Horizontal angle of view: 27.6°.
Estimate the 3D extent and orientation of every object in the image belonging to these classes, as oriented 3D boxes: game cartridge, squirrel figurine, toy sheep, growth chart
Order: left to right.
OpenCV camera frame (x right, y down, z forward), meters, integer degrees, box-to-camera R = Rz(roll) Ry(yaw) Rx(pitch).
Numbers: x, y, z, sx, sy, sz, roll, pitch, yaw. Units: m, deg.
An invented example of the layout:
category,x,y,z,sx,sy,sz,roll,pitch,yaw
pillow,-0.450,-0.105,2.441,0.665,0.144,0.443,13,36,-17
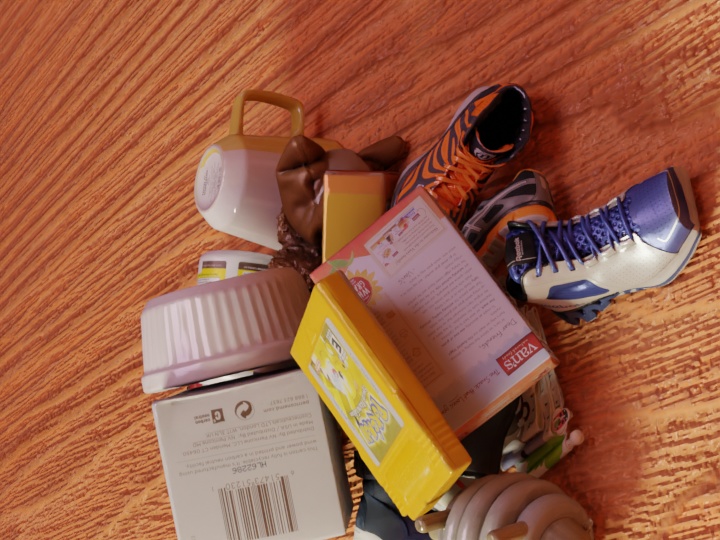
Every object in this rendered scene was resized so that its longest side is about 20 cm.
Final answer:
category,x,y,z,sx,sy,sz,roll,pitch,yaw
squirrel figurine,-0.022,-0.027,1.615,0.200,0.141,0.187,-50,50,42
game cartridge,0.012,0.117,1.296,0.200,0.032,0.176,56,159,15
toy sheep,0.126,0.238,1.278,0.200,0.138,0.138,7,88,51
growth chart,0.145,0.114,1.390,0.145,0.018,0.200,-55,38,42

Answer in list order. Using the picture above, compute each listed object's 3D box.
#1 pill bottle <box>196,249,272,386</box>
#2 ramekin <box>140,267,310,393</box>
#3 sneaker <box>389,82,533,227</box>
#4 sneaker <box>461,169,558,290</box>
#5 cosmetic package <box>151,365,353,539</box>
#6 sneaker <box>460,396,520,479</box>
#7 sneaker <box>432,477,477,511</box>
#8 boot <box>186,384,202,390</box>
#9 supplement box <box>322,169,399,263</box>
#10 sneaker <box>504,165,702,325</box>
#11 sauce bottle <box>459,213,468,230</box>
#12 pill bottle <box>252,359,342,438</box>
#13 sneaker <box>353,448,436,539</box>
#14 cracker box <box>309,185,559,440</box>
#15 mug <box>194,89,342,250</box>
category,x,y,z,sx,sy,sz,roll,pitch,yaw
pill bottle,-0.155,0.080,1.819,0.109,0.109,0.201,-7,75,59
ramekin,-0.135,0.060,1.521,0.202,0.202,0.095,-19,83,56
sneaker,0.095,-0.099,1.406,0.200,0.077,0.112,-60,8,-3
sneaker,0.125,-0.024,1.421,0.200,0.078,0.077,-38,37,45
cosmetic package,-0.105,0.192,1.498,0.200,0.167,0.167,71,-173,-88
sneaker,0.046,0.129,1.371,0.199,0.075,0.107,8,76,26
sneaker,0.080,0.148,1.419,0.094,0.070,0.200,-64,37,33
boot,-0.208,0.129,1.938,0.144,0.072,0.201,-33,58,53
supplement box,0.000,0.000,1.476,0.066,0.069,0.201,3,93,16
sneaker,0.190,-0.015,1.256,0.199,0.115,0.081,-42,49,47
sauce bottle,0.063,0.001,1.520,0.065,0.065,0.201,33,113,57
pill bottle,-0.071,0.154,1.655,0.111,0.110,0.201,2,84,59
sneaker,0.054,0.214,1.460,0.202,0.077,0.147,0,85,61
cracker box,0.066,0.044,1.320,0.134,0.058,0.200,-38,71,7
mug,-0.119,-0.109,1.768,0.150,0.153,0.187,-60,36,32
